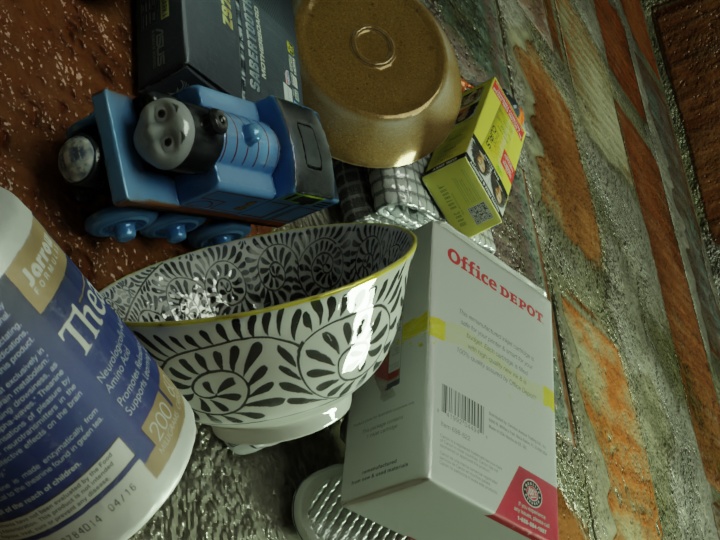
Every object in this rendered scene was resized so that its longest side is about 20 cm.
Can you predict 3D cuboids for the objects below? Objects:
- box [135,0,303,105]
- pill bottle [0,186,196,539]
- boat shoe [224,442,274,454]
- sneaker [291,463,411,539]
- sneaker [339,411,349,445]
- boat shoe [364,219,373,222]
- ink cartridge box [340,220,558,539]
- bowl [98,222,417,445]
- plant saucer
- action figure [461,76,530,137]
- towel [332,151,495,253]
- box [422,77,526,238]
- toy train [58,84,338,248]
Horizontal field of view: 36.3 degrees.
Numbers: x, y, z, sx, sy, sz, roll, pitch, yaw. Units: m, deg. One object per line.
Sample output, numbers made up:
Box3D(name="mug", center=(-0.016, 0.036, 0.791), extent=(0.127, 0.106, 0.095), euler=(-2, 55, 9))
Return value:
Box3D(name="box", center=(-0.109, -0.195, 0.856), extent=(0.157, 0.050, 0.203), euler=(32, 44, -52))
Box3D(name="pill bottle", center=(-0.172, 0.034, 0.498), extent=(0.201, 0.110, 0.112), euler=(56, 29, -28))
Box3D(name="boat shoe", center=(-0.032, 0.077, 0.801), extent=(0.199, 0.065, 0.073), euler=(-12, 83, -64))
Box3D(name="sneaker", center=(0.022, 0.190, 0.831), extent=(0.197, 0.079, 0.080), euler=(14, 74, -33))
Box3D(name="sneaker", center=(0.039, 0.086, 0.886), extent=(0.200, 0.077, 0.101), euler=(-50, 157, -70))
Box3D(name="boat shoe", center=(0.000, 0.000, 0.903), extent=(0.075, 0.062, 0.199), euler=(41, 17, 21))
Box3D(name="ink cartridge box", center=(0.069, 0.090, 0.793), extent=(0.144, 0.083, 0.203), euler=(32, 48, -34))
Box3D(name="bowl", center=(-0.056, 0.043, 0.655), extent=(0.201, 0.197, 0.096), euler=(-39, 122, -63))
Box3D(name="plant saucer", center=(0.006, -0.189, 0.963), extent=(0.197, 0.035, 0.204), euler=(8, 65, -18))
Box3D(name="action figure", center=(0.142, -0.158, 1.281), extent=(0.192, 0.104, 0.203), euler=(-3, 73, -54))
Box3D(name="towel", center=(0.041, -0.100, 1.058), extent=(0.199, 0.085, 0.168), euler=(24, 50, -55))
Box3D(name="box", center=(0.112, -0.111, 1.050), extent=(0.076, 0.050, 0.201), euler=(57, 27, -18))
Box3D(name="toy train", center=(-0.101, -0.069, 0.709), extent=(0.199, 0.113, 0.088), euler=(7, 65, -62))
